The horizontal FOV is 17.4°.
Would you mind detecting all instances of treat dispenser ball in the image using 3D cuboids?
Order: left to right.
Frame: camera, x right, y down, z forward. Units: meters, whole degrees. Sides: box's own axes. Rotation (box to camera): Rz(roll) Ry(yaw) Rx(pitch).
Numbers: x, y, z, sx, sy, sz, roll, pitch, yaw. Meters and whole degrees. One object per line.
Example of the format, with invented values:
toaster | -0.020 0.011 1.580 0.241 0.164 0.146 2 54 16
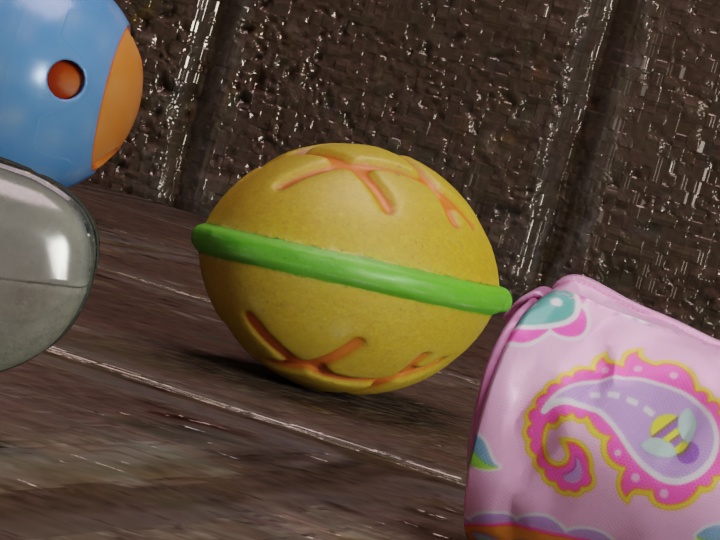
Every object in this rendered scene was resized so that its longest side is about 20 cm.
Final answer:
treat dispenser ball | -0.284 -0.163 1.992 0.201 0.201 0.201 16 2 -1

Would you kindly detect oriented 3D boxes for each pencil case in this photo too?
pencil case | 0.128 0.063 0.644 0.200 0.087 0.087 15 2 12

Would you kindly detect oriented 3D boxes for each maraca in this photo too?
maraca | 0.000 0.000 1.036 0.137 0.107 0.200 16 2 13

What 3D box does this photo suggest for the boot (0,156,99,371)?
boot | -0.160 0.001 0.555 0.200 0.068 0.131 8 8 -10
